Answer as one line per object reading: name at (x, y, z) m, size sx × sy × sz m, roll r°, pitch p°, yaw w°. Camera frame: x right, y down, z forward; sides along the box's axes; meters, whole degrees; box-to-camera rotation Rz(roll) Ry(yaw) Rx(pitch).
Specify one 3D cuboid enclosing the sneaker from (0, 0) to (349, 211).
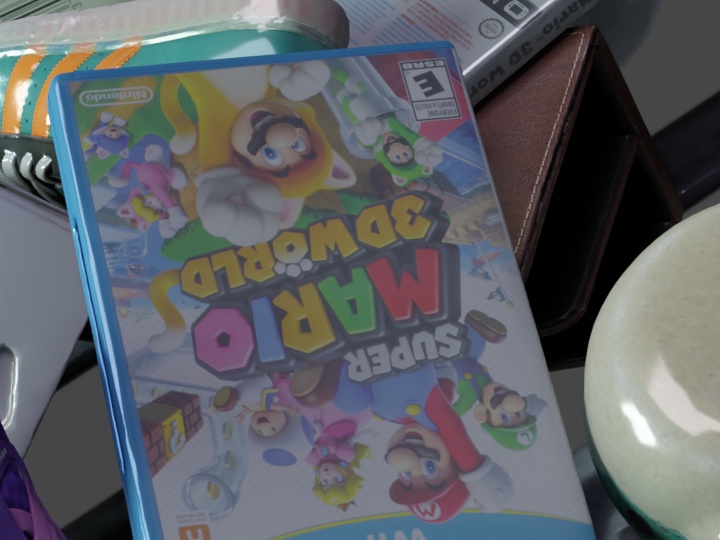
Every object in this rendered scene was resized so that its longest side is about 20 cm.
sneaker at (-0.096, -0.047, 1.071) m, size 0.199 × 0.071 × 0.080 m, roll -13°, pitch 55°, yaw 32°

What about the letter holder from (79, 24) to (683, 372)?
letter holder at (0.000, 0.000, 1.096) m, size 0.199 × 0.101 × 0.143 m, roll -3°, pitch 47°, yaw 29°

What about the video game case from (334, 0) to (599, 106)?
video game case at (0.049, -0.137, 1.105) m, size 0.200 × 0.018 × 0.143 m, roll -40°, pitch 44°, yaw -8°

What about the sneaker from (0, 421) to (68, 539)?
sneaker at (-0.111, 0.107, 0.928) m, size 0.088 × 0.201 × 0.081 m, roll -1°, pitch 19°, yaw 13°

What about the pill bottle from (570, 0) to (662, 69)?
pill bottle at (0.050, -0.165, 1.232) m, size 0.111 × 0.111 × 0.200 m, roll -25°, pitch 39°, yaw 5°

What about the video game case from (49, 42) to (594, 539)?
video game case at (-0.015, 0.016, 0.950) m, size 0.142 × 0.018 × 0.201 m, roll -6°, pitch 60°, yaw -15°

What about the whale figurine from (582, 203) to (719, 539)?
whale figurine at (0.166, 0.065, 0.943) m, size 0.199 × 0.104 × 0.159 m, roll 31°, pitch 63°, yaw 21°

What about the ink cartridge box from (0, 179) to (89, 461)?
ink cartridge box at (-0.175, 0.039, 1.070) m, size 0.147 × 0.084 × 0.200 m, roll -67°, pitch 17°, yaw -11°

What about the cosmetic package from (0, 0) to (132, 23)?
cosmetic package at (-0.155, -0.162, 1.365) m, size 0.087 × 0.104 × 0.200 m, roll -24°, pitch 38°, yaw 5°
